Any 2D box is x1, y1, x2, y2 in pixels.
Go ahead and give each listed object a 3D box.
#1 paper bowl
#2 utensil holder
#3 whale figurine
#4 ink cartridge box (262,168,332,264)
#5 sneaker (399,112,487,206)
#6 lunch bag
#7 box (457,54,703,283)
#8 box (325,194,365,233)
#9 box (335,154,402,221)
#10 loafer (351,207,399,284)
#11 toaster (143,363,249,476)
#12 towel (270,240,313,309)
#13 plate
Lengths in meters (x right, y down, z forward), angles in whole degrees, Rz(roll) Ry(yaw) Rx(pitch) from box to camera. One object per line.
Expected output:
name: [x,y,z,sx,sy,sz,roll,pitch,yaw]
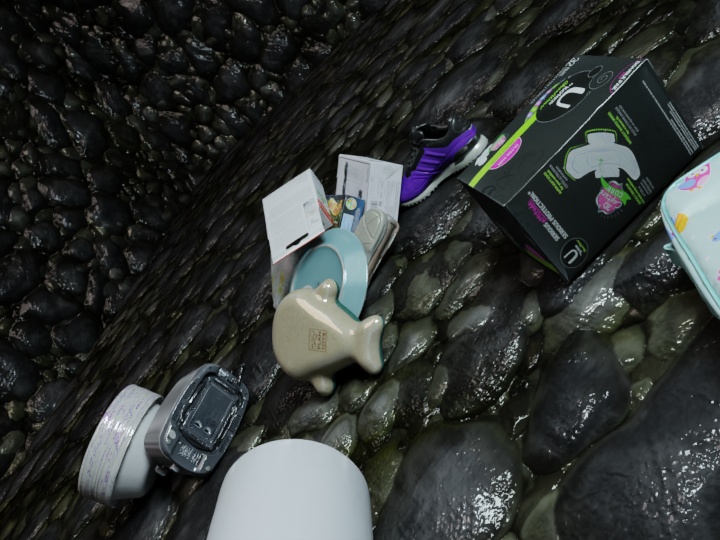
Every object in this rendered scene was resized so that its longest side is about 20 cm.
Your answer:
paper bowl: [-0.399,0.314,1.177,0.201,0.102,0.205,20,-91,-89]
utensil holder: [-0.066,0.279,0.590,0.169,0.170,0.201,-40,21,17]
whale figurine: [-0.034,0.094,0.942,0.197,0.103,0.164,1,89,39]
ink cartridge box: [-0.107,-0.084,1.154,0.108,0.051,0.202,-31,39,11]
sneaker: [0.109,-0.193,1.120,0.199,0.099,0.070,-35,24,35]
lunch bag: [0.316,-0.025,0.492,0.160,0.077,0.202,-38,24,27]
box: [0.233,-0.118,0.738,0.200,0.124,0.149,-45,22,4]
box: [-0.054,-0.064,1.205,0.199,0.037,0.140,-165,88,-71]
box: [0.010,-0.144,1.209,0.200,0.059,0.120,-147,60,-68]
loafer: [0.000,0.000,1.076,0.072,0.062,0.203,39,104,43]
toaster: [-0.272,0.242,1.108,0.128,0.113,0.203,-24,34,49]
towel: [-0.133,-0.047,1.297,0.202,0.047,0.174,-102,27,-50]
plate: [-0.063,0.028,1.066,0.198,0.025,0.205,-20,63,43]
